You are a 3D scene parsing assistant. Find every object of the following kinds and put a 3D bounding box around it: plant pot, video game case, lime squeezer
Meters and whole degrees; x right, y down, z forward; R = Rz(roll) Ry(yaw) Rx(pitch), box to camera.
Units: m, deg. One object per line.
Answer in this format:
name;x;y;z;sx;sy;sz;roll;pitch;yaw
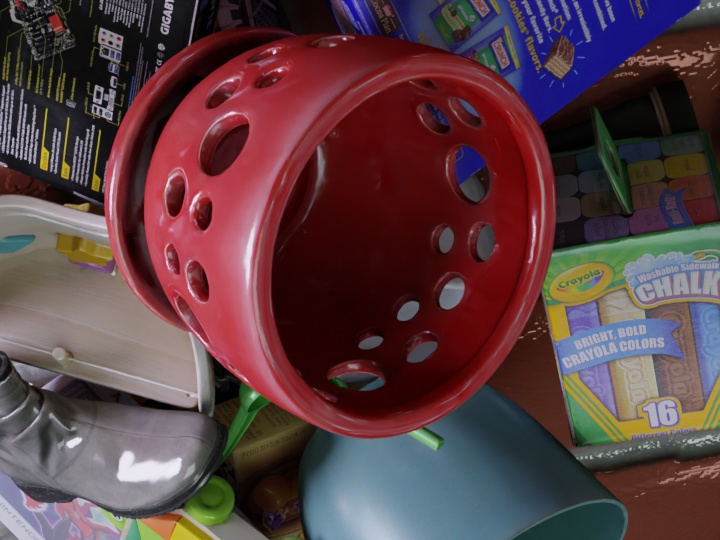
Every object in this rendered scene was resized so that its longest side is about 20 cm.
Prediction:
plant pot;-0.023;-0.034;0.949;0.199;0.182;0.202;-14;116;-33
video game case;-0.186;0.165;1.268;0.182;0.023;0.200;47;134;-11
lime squeezer;-0.040;0.092;1.135;0.199;0.071;0.038;-12;168;34
plant pot;0.051;0.162;1.187;0.200;0.161;0.201;-29;150;-19

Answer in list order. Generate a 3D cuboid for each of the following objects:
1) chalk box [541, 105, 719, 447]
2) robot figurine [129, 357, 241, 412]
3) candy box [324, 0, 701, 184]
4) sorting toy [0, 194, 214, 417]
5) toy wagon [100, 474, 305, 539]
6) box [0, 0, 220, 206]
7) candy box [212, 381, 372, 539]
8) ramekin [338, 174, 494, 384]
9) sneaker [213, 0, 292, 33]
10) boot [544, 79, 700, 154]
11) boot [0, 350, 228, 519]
chalk box;0.178;-0.008;1.138;0.123;0.125;0.201;-8;123;9
robot figurine;-0.125;0.112;1.303;0.145;0.058;0.200;-40;128;22
candy box;0.086;-0.174;1.038;0.199;0.077;0.170;-35;131;-7
sorting toy;-0.174;0.001;1.092;0.198;0.108;0.180;15;163;0
toy wagon;-0.109;0.196;1.191;0.199;0.040;0.156;35;141;8
box;-0.168;-0.134;1.026;0.159;0.049;0.201;23;135;6
candy box;-0.012;0.125;1.287;0.199;0.056;0.117;-19;128;-23
ramekin;0.000;0.000;1.158;0.199;0.098;0.201;-8;160;-3
sneaker;-0.058;-0.191;1.027;0.074;0.081;0.201;-8;133;1
boot;0.178;-0.029;1.238;0.137;0.078;0.201;-15;120;7
boot;-0.192;0.097;1.126;0.199;0.068;0.131;-7;141;37
